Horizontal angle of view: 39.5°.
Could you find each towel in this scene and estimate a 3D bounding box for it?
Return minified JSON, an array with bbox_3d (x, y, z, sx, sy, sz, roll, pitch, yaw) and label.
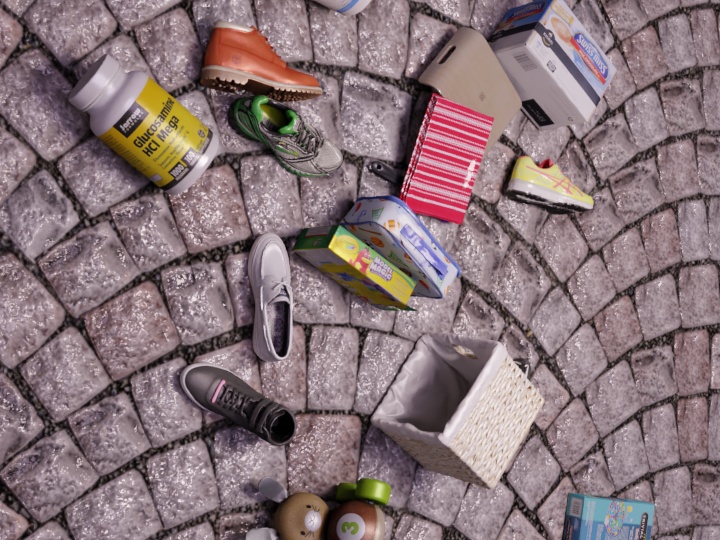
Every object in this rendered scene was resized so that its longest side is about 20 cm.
[{"bbox_3d":[0.149,-0.187,1.722,0.144,0.022,0.201,15,94,-34],"label":"towel"}]

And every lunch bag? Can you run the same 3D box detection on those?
[{"bbox_3d":[0.069,-0.035,1.633,0.200,0.160,0.076,46,68,-23],"label":"lunch bag"}]

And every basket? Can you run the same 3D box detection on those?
[{"bbox_3d":[0.164,0.230,1.675,0.161,0.198,0.200,45,67,-28],"label":"basket"}]

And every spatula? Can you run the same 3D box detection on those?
[{"bbox_3d":[0.095,-0.141,1.731,0.199,0.021,0.057,25,84,-29],"label":"spatula"}]

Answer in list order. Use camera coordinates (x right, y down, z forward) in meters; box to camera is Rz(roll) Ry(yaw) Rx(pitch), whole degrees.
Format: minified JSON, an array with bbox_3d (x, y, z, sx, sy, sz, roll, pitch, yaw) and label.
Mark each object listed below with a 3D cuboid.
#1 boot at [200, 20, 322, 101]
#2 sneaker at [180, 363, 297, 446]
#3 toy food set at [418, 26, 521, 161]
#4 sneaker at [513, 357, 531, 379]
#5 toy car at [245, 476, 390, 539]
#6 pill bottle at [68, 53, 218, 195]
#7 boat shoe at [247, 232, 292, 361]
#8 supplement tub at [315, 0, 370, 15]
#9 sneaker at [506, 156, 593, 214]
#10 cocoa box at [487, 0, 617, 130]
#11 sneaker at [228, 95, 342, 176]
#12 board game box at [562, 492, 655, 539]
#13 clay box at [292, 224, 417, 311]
[{"bbox_3d":[-0.145,-0.323,1.551,0.199,0.075,0.108,9,80,-31],"label":"boot"},{"bbox_3d":[-0.175,0.201,1.513,0.200,0.099,0.071,36,73,-26],"label":"sneaker"},{"bbox_3d":[0.196,-0.309,1.782,0.144,0.060,0.200,-52,123,-21],"label":"toy food set"},{"bbox_3d":[0.267,0.256,1.818,0.079,0.074,0.201,21,85,-40],"label":"sneaker"},{"bbox_3d":[-0.075,0.394,1.559,0.199,0.158,0.165,21,67,-19],"label":"toy car"},{"bbox_3d":[-0.308,-0.208,1.420,0.200,0.112,0.113,40,70,-26],"label":"pill bottle"},{"bbox_3d":[-0.134,0.042,1.556,0.072,0.068,0.201,7,87,-32],"label":"boat shoe"},{"bbox_3d":[-0.072,-0.494,1.560,0.199,0.132,0.133,18,80,-32],"label":"supplement tub"},{"bbox_3d":[0.362,-0.161,1.870,0.199,0.078,0.091,15,75,-33],"label":"sneaker"},{"bbox_3d":[0.342,-0.375,1.821,0.200,0.133,0.132,43,68,-25],"label":"cocoa box"},{"bbox_3d":[-0.107,-0.207,1.565,0.199,0.085,0.078,26,77,-31],"label":"sneaker"},{"bbox_3d":[0.484,0.522,1.963,0.199,0.047,0.152,14,83,-32],"label":"board game box"},{"bbox_3d":[0.000,0.000,1.615,0.200,0.115,0.048,35,71,-28],"label":"clay box"}]
